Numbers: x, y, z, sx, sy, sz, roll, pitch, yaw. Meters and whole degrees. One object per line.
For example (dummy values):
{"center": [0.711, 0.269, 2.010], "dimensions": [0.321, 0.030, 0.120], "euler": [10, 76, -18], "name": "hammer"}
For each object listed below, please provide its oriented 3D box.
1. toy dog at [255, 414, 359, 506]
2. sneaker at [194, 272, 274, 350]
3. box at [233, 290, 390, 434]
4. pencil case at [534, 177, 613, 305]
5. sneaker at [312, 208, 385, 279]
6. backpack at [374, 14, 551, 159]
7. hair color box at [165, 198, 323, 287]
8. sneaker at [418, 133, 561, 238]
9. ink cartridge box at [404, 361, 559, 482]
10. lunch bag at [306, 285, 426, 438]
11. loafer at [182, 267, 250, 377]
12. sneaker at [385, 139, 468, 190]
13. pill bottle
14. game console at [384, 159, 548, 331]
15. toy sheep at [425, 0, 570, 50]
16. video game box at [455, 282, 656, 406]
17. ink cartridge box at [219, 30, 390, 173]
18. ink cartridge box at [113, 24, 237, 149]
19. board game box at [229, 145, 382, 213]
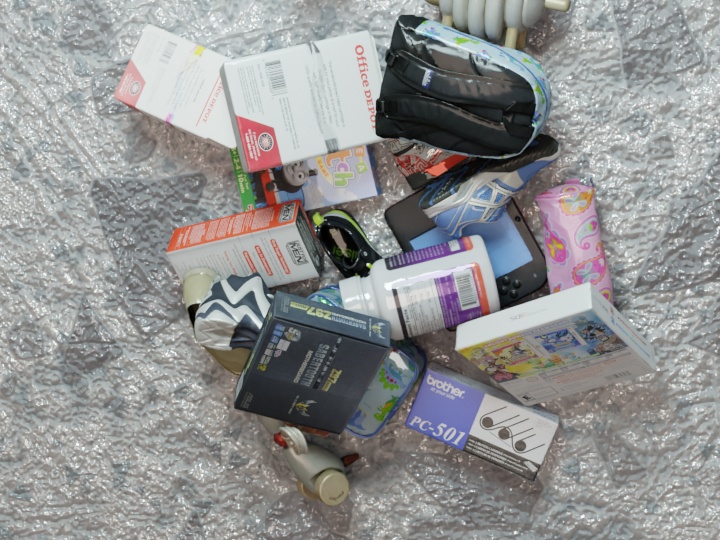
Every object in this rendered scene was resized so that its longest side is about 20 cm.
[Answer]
{"center": [-0.068, 0.249, 1.575], "dimensions": [0.132, 0.096, 0.201], "euler": [25, 145, 46], "name": "toy dog"}
{"center": [-0.125, 0.059, 1.492], "dimensions": [0.198, 0.130, 0.080], "euler": [11, 134, -10], "name": "sneaker"}
{"center": [-0.066, 0.126, 1.429], "dimensions": [0.157, 0.051, 0.200], "euler": [16, 133, -13], "name": "box"}
{"center": [0.288, -0.019, 1.448], "dimensions": [0.087, 0.087, 0.201], "euler": [-10, 98, 15], "name": "pencil case"}
{"center": [0.000, 0.000, 1.520], "dimensions": [0.072, 0.083, 0.200], "euler": [-43, 90, 17], "name": "sneaker"}
{"center": [0.138, -0.220, 1.354], "dimensions": [0.199, 0.154, 0.164], "euler": [22, 116, 27], "name": "backpack"}
{"center": [-0.164, -0.025, 1.548], "dimensions": [0.199, 0.061, 0.102], "euler": [-11, 127, 16], "name": "hair color box"}
{"center": [0.178, -0.115, 1.440], "dimensions": [0.199, 0.076, 0.077], "euler": [-27, 116, 19], "name": "sneaker"}
{"center": [0.172, 0.214, 1.540], "dimensions": [0.199, 0.044, 0.094], "euler": [22, 103, 9], "name": "ink cartridge box"}
{"center": [-0.022, 0.132, 1.549], "dimensions": [0.200, 0.082, 0.161], "euler": [35, 107, 6], "name": "lunch bag"}
{"center": [-0.206, 0.088, 1.561], "dimensions": [0.075, 0.068, 0.201], "euler": [-13, 126, 20], "name": "loafer"}
{"center": [0.125, -0.203, 1.459], "dimensions": [0.201, 0.067, 0.108], "euler": [-31, 95, 20], "name": "sneaker"}
{"center": [0.077, 0.029, 1.445], "dimensions": [0.199, 0.111, 0.112], "euler": [-14, 97, 2], "name": "pill bottle"}
{"center": [0.150, -0.036, 1.505], "dimensions": [0.176, 0.031, 0.201], "euler": [-28, 93, 16], "name": "game console"}
{"center": [0.170, -0.352, 1.390], "dimensions": [0.199, 0.138, 0.139], "euler": [13, 103, 14], "name": "toy sheep"}
{"center": [0.255, 0.102, 1.420], "dimensions": [0.199, 0.047, 0.182], "euler": [-20, 140, 32], "name": "video game box"}
{"center": [-0.071, -0.221, 1.429], "dimensions": [0.199, 0.084, 0.145], "euler": [-14, 97, -10], "name": "ink cartridge box"}
{"center": [-0.226, -0.248, 1.510], "dimensions": [0.199, 0.067, 0.117], "euler": [26, 89, 15], "name": "ink cartridge box"}
{"center": [-0.082, -0.161, 1.533], "dimensions": [0.199, 0.037, 0.152], "euler": [-11, 97, 14], "name": "board game box"}
